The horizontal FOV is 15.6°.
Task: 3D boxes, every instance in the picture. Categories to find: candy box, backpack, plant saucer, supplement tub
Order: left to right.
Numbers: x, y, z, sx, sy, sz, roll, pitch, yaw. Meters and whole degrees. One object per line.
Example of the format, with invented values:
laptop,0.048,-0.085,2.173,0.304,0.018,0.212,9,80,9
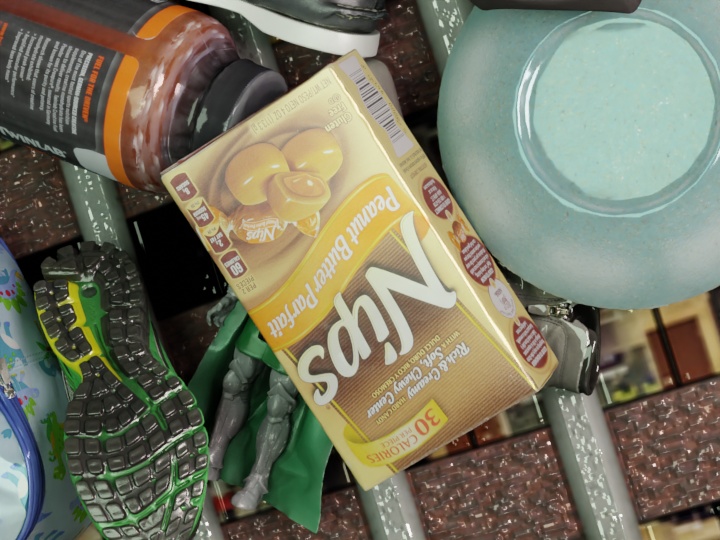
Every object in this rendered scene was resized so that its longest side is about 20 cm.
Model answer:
backpack,-0.260,0.096,1.532,0.183,0.147,0.200,-35,83,27
supplement tub,-0.142,-0.107,1.476,0.200,0.107,0.107,21,104,23
candy box,0.000,0.000,1.377,0.115,0.055,0.200,-32,93,22
plant saucer,0.135,-0.081,1.355,0.201,0.039,0.201,-1,87,11

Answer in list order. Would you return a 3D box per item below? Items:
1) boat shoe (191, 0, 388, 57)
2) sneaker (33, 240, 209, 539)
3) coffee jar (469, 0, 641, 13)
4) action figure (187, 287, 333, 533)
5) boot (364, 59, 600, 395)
boat shoe,-0.075,-0.174,1.460,0.200,0.076,0.060,17,103,11
sneaker,-0.126,0.081,1.477,0.078,0.085,0.200,-16,55,-1
coffee jar,0.106,-0.227,1.326,0.104,0.085,0.200,3,77,25
action figure,-0.043,0.032,1.475,0.118,0.055,0.200,25,101,24
boot,0.062,-0.025,1.419,0.130,0.068,0.200,-10,97,19
